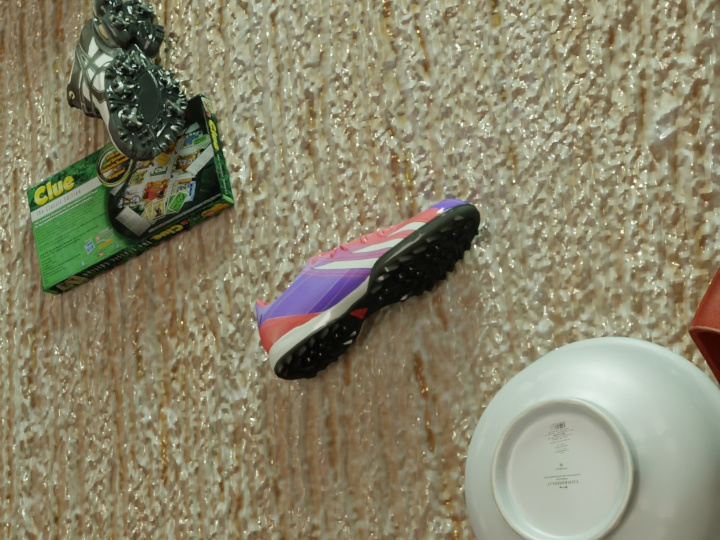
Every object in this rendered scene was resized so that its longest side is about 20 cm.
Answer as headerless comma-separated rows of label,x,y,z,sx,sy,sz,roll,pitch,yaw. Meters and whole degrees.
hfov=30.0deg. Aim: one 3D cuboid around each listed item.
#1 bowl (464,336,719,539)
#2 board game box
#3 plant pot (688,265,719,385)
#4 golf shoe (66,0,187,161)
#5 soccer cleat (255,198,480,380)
bowl,0.146,0.136,0.874,0.200,0.090,0.202,-7,75,28
board game box,-0.203,-0.064,1.161,0.200,0.023,0.105,-24,68,23
plant pot,0.324,0.009,0.754,0.199,0.200,0.177,12,72,31
golf shoe,-0.205,-0.149,1.149,0.095,0.078,0.200,-48,38,31
soccer cleat,0.000,0.000,1.006,0.200,0.068,0.073,-39,58,19
